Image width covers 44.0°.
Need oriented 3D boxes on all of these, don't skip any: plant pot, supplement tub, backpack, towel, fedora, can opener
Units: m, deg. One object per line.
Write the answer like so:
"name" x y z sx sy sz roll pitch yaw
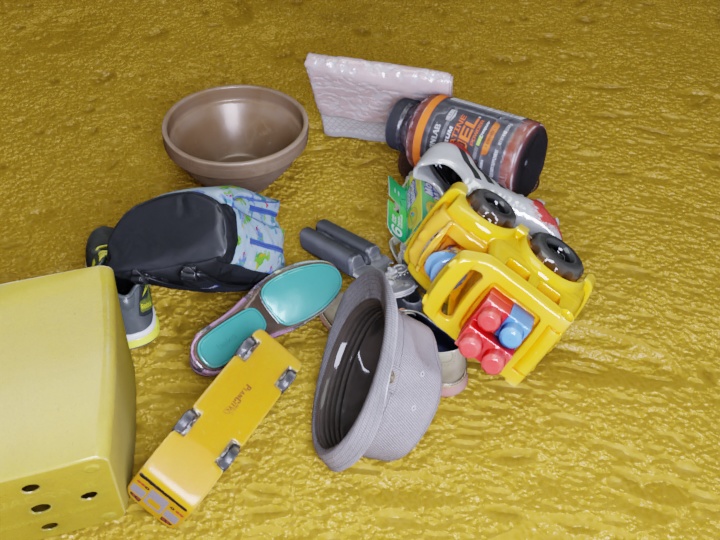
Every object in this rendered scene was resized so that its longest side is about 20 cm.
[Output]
"plant pot" -0.170 -0.168 1.236 0.199 0.093 0.201 0 42 0
"supplement tub" 0.131 -0.164 1.148 0.199 0.107 0.107 22 45 28
"plant pot" -0.305 0.141 0.825 0.199 0.200 0.177 -11 56 -15
"backpack" -0.163 -0.033 1.014 0.162 0.200 0.155 -8 69 26
"towel" 0.030 -0.234 1.257 0.199 0.191 0.032 9 71 8
"fedora" 0.024 0.108 0.895 0.090 0.177 0.201 20 63 -20
"can opener" 0.000 0.000 1.093 0.053 0.067 0.200 -28 36 -28

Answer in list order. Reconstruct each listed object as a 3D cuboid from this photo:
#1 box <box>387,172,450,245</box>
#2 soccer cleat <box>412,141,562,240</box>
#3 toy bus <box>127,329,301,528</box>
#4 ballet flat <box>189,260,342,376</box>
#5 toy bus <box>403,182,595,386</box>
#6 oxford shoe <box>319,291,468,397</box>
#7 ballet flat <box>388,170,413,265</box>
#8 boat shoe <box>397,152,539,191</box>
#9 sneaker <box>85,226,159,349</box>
"box" 0.125 -0.055 1.093 0.199 0.048 0.118 21 39 -16
"soccer cleat" 0.147 -0.076 1.047 0.200 0.069 0.085 43 45 14
"toy bus" -0.139 0.151 0.882 0.065 0.078 0.200 38 47 -1
"ballet flat" -0.111 0.053 1.005 0.200 0.071 0.069 -35 92 -23
"toy bus" 0.128 0.024 0.935 0.200 0.136 0.192 38 30 5
"oxford shoe" 0.037 0.062 0.998 0.199 0.074 0.071 25 48 25
"ballet flat" 0.064 -0.057 1.145 0.071 0.072 0.201 1 40 -1
"boat shoe" 0.151 -0.132 1.238 0.201 0.075 0.075 15 4 28
"sneaker" -0.280 0.000 1.049 0.074 0.085 0.200 -16 45 -20
